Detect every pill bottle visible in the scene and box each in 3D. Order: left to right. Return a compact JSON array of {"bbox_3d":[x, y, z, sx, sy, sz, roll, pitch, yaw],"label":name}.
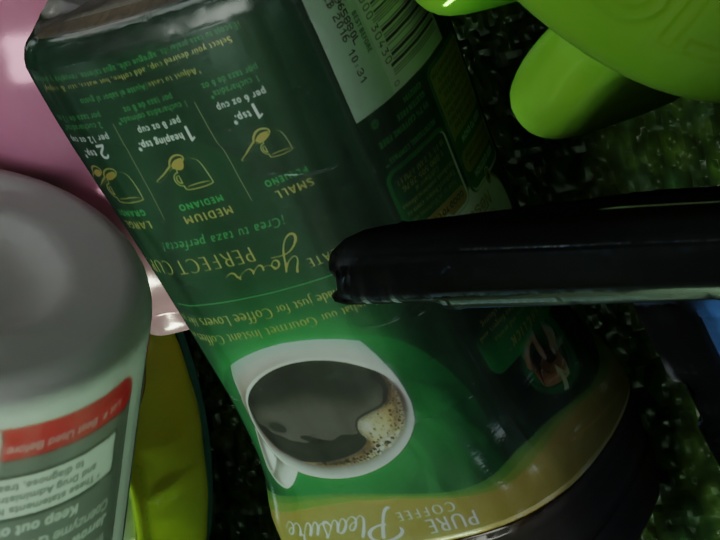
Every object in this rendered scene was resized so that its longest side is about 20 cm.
[{"bbox_3d":[-0.124,0.081,0.842,0.114,0.114,0.201,33,129,31],"label":"pill bottle"}]

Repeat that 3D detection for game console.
[{"bbox_3d":[0.120,0.037,0.672,0.199,0.175,0.117,-3,94,46],"label":"game console"}]

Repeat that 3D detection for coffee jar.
[{"bbox_3d":[0.000,0.000,0.794,0.104,0.085,0.201,-11,115,36],"label":"coffee jar"}]

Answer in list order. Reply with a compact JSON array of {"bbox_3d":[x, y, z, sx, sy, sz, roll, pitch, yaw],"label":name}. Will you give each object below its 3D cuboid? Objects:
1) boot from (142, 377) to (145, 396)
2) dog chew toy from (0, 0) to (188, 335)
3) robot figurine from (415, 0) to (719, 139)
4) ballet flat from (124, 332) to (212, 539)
[{"bbox_3d":[-0.154,-0.033,0.899,0.073,0.155,0.200,-38,60,9],"label":"boot"},{"bbox_3d":[-0.079,-0.079,0.866,0.124,0.124,0.201,-7,104,42],"label":"dog chew toy"},{"bbox_3d":[0.094,-0.121,0.698,0.176,0.115,0.200,51,128,19],"label":"robot figurine"},{"bbox_3d":[-0.082,0.102,0.943,0.067,0.067,0.202,5,104,42],"label":"ballet flat"}]
